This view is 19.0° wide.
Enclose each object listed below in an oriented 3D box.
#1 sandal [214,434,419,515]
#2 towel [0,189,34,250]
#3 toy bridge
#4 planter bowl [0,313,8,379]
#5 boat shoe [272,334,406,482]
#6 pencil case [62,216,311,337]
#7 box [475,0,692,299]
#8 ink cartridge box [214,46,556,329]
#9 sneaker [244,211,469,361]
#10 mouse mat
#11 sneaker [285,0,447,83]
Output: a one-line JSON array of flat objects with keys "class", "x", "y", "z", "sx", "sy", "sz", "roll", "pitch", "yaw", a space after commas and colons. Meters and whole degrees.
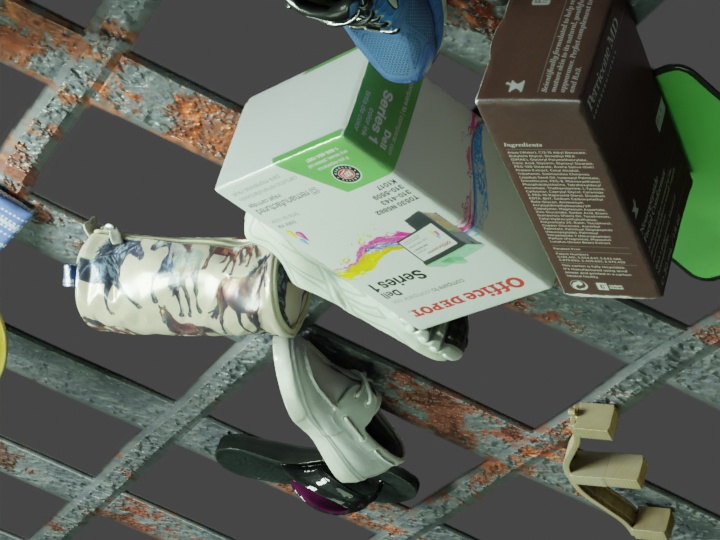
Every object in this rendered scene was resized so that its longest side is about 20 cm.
[{"class": "sandal", "x": -0.041, "y": 0.195, "z": 1.970, "sx": 0.200, "sy": 0.048, "sz": 0.075, "roll": 6, "pitch": 149, "yaw": 21}, {"class": "towel", "x": -0.378, "y": -0.014, "z": 1.724, "sx": 0.145, "sy": 0.024, "sz": 0.200, "roll": 32, "pitch": 117, "yaw": -27}, {"class": "toy bridge", "x": 0.206, "y": 0.167, "z": 1.805, "sx": 0.067, "sy": 0.027, "sz": 0.200, "roll": 3, "pitch": 147, "yaw": 28}, {"class": "planter bowl", "x": -0.396, "y": 0.037, "z": 1.826, "sx": 0.200, "sy": 0.084, "sz": 0.201, "roll": -2, "pitch": 124, "yaw": -2}, {"class": "boat shoe", "x": -0.015, "y": 0.113, "z": 1.802, "sx": 0.068, "sy": 0.072, "sz": 0.200, "roll": -16, "pitch": 135, "yaw": 13}, {"class": "pencil case", "x": -0.129, "y": 0.006, "z": 1.663, "sx": 0.199, "sy": 0.078, "sz": 0.090, "roll": 1, "pitch": 120, "yaw": 27}, {"class": "box", "x": 0.143, "y": -0.080, "z": 1.334, "sx": 0.075, "sy": 0.100, "sz": 0.200, "roll": 2, "pitch": 146, "yaw": 28}, {"class": "ink cartridge box", "x": 0.027, "y": -0.053, "z": 1.467, "sx": 0.200, "sy": 0.084, "sz": 0.145, "roll": 34, "pitch": 147, "yaw": -28}, {"class": "sneaker", "x": 0.000, "y": 0.000, "z": 1.583, "sx": 0.200, "sy": 0.075, "sz": 0.081, "roll": 41, "pitch": 138, "yaw": -22}, {"class": "mouse mat", "x": 0.220, "y": -0.060, "z": 1.427, "sx": 0.200, "sy": 0.008, "sz": 0.161, "roll": 34, "pitch": 147, "yaw": -27}, {"class": "sneaker", "x": -0.012, "y": -0.172, "z": 1.280, "sx": 0.078, "sy": 0.089, "sz": 0.200, "roll": 1, "pitch": 147, "yaw": 30}]
